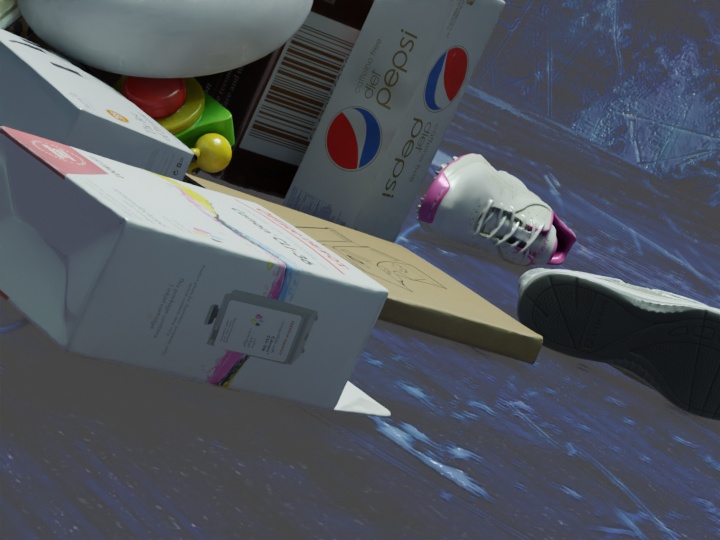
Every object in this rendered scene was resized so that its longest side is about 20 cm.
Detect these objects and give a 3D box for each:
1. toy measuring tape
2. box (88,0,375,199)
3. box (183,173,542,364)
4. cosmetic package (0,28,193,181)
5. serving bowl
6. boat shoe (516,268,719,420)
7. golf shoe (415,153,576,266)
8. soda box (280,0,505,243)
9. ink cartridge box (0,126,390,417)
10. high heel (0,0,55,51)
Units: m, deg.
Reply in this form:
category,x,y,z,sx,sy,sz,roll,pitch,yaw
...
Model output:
category,x,y,z,sx,sy,sz,roll,pitch,yaw
toy measuring tape,-0.159,-0.119,1.477,0.200,0.074,0.074,40,15,32
box,-0.081,-0.161,1.655,0.200,0.166,0.164,33,12,38
box,0.000,0.000,1.409,0.200,0.021,0.163,18,11,-43
cosmetic package,-0.181,-0.096,1.376,0.083,0.051,0.200,19,11,-33
serving bowl,-0.130,-0.213,1.480,0.200,0.066,0.200,2,42,-1
boat shoe,0.204,0.046,1.546,0.202,0.074,0.065,18,14,-3
golf shoe,0.116,-0.045,1.836,0.092,0.075,0.200,33,12,24
soda box,0.023,-0.117,1.570,0.064,0.200,0.068,30,10,29
ink cartridge box,-0.073,0.004,1.031,0.200,0.068,0.116,17,12,-44
high heel,-0.244,-0.151,1.560,0.071,0.143,0.200,9,41,10
